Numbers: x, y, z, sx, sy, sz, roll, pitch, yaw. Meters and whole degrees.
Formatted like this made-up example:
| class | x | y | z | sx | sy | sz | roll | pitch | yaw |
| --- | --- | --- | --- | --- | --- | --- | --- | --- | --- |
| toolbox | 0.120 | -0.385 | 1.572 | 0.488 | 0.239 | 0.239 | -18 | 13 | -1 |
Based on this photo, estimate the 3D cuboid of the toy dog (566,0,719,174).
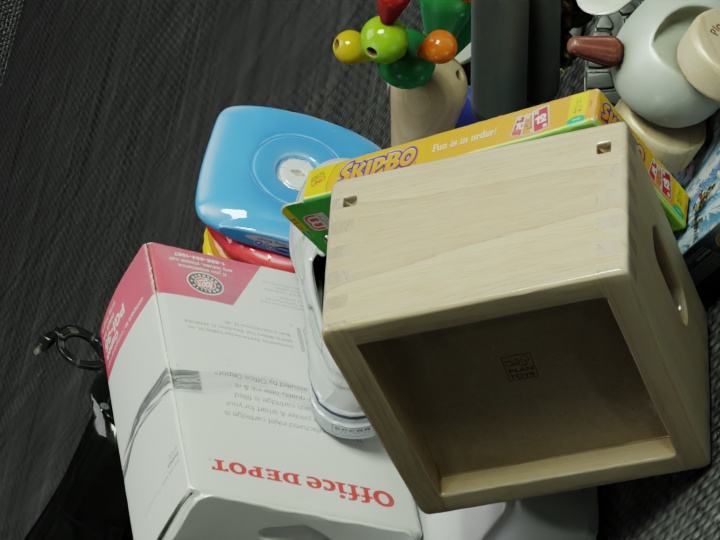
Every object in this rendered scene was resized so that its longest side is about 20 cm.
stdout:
| class | x | y | z | sx | sy | sz | roll | pitch | yaw |
| --- | --- | --- | --- | --- | --- | --- | --- | --- | --- |
| toy dog | 0.153 | -0.144 | 1.489 | 0.132 | 0.096 | 0.200 | -60 | 18 | 27 |

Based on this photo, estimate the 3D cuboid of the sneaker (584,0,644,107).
| class | x | y | z | sx | sy | sz | roll | pitch | yaw |
| --- | --- | --- | --- | --- | --- | --- | --- | --- | --- |
| sneaker | 0.178 | -0.155 | 1.650 | 0.088 | 0.076 | 0.201 | 95 | -168 | -77 |

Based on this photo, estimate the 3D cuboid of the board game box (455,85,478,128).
| class | x | y | z | sx | sy | sz | roll | pitch | yaw |
| --- | --- | --- | --- | --- | --- | --- | --- | --- | --- |
| board game box | 0.052 | 0.015 | 1.752 | 0.200 | 0.097 | 0.160 | -58 | 20 | 34 |

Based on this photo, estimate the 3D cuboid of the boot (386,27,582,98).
| class | x | y | z | sx | sy | sz | roll | pitch | yaw |
| --- | --- | --- | --- | --- | --- | --- | --- | --- | --- |
| boot | 0.095 | -0.188 | 1.923 | 0.200 | 0.072 | 0.145 | -28 | 43 | 54 |

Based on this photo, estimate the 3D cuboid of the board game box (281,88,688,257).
| class | x | y | z | sx | sy | sz | roll | pitch | yaw |
| --- | --- | --- | --- | --- | --- | --- | --- | --- | --- |
| board game box | 0.063 | -0.035 | 1.496 | 0.200 | 0.096 | 0.030 | -17 | 46 | 32 |

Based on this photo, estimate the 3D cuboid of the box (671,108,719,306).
| class | x | y | z | sx | sy | sz | roll | pitch | yaw |
| --- | --- | --- | --- | --- | --- | --- | --- | --- | --- |
| box | 0.210 | -0.078 | 1.469 | 0.200 | 0.040 | 0.137 | -45 | 30 | 54 |

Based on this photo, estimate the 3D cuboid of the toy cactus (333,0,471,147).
| class | x | y | z | sx | sy | sz | roll | pitch | yaw |
| --- | --- | --- | --- | --- | --- | --- | --- | --- | --- |
| toy cactus | 0.037 | -0.139 | 1.648 | 0.200 | 0.102 | 0.165 | -62 | -15 | -59 |

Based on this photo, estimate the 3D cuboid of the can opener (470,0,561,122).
| class | x | y | z | sx | sy | sz | roll | pitch | yaw |
| --- | --- | --- | --- | --- | --- | --- | --- | --- | --- |
| can opener | 0.091 | -0.093 | 1.501 | 0.053 | 0.066 | 0.200 | -43 | -34 | -29 |

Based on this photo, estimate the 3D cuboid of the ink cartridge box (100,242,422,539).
| class | x | y | z | sx | sy | sz | roll | pitch | yaw |
| --- | --- | --- | --- | --- | --- | --- | --- | --- | --- |
| ink cartridge box | -0.061 | 0.091 | 1.629 | 0.083 | 0.146 | 0.200 | -58 | 30 | 35 |

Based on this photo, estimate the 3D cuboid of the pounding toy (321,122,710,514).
| class | x | y | z | sx | sy | sz | roll | pitch | yaw |
| --- | --- | --- | --- | --- | --- | --- | --- | --- | --- |
| pounding toy | 0.077 | 0.028 | 1.467 | 0.184 | 0.200 | 0.142 | -11 | 47 | 17 |

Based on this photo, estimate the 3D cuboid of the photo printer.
| class | x | y | z | sx | sy | sz | roll | pitch | yaw |
| --- | --- | --- | --- | --- | --- | --- | --- | --- | --- |
| photo printer | 0.057 | 0.153 | 1.616 | 0.200 | 0.069 | 0.167 | -57 | 20 | 35 |

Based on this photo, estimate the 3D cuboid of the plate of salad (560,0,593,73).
| class | x | y | z | sx | sy | sz | roll | pitch | yaw |
| --- | --- | --- | --- | --- | --- | --- | --- | --- | --- |
| plate of salad | 0.113 | -0.154 | 1.638 | 0.200 | 0.048 | 0.201 | 19 | -90 | -77 |

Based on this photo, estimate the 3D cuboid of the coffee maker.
| class | x | y | z | sx | sy | sz | roll | pitch | yaw |
| --- | --- | --- | --- | --- | --- | --- | --- | --- | --- |
| coffee maker | -0.188 | 0.169 | 2.178 | 0.192 | 0.135 | 0.200 | 48 | 126 | 21 |

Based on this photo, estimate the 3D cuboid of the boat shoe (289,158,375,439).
| class | x | y | z | sx | sy | sz | roll | pitch | yaw |
| --- | --- | --- | --- | --- | --- | --- | --- | --- | --- |
| boat shoe | 0.000 | 0.000 | 1.624 | 0.067 | 0.073 | 0.200 | 94 | 171 | -48 |

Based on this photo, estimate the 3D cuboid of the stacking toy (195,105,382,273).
| class | x | y | z | sx | sy | sz | roll | pitch | yaw |
| --- | --- | --- | --- | --- | --- | --- | --- | --- | --- |
| stacking toy | -0.063 | 0.002 | 1.817 | 0.200 | 0.116 | 0.110 | 112 | 172 | -48 |
